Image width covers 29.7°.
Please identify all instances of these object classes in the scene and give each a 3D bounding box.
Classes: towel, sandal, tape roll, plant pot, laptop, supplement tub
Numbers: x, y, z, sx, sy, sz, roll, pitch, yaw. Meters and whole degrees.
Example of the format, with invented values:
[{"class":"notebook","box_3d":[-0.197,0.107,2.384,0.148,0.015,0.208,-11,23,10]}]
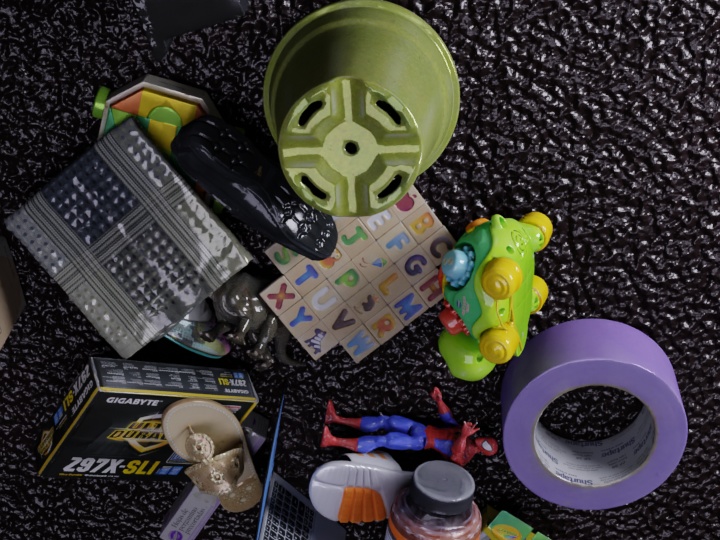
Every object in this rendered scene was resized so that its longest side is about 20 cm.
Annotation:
[{"class":"towel","box_3d":[-0.238,-0.030,1.405,0.192,0.035,0.200,-36,99,18]},{"class":"sandal","box_3d":[-0.149,0.222,1.497,0.077,0.070,0.212,-27,139,-3]},{"class":"tape roll","box_3d":[0.255,0.160,1.499,0.199,0.085,0.201,2,119,3]},{"class":"plant pot","box_3d":[-0.005,-0.141,1.286,0.199,0.184,0.201,1,112,4]},{"class":"laptop","box_3d":[-0.059,0.267,1.519,0.200,0.188,0.116,41,114,-17]},{"class":"supplement tub","box_3d":[0.078,0.315,1.538,0.106,0.107,0.201,9,119,-1]},{"class":"sandal","box_3d":[0.024,0.248,1.575,0.206,0.059,0.079,11,115,-30]}]

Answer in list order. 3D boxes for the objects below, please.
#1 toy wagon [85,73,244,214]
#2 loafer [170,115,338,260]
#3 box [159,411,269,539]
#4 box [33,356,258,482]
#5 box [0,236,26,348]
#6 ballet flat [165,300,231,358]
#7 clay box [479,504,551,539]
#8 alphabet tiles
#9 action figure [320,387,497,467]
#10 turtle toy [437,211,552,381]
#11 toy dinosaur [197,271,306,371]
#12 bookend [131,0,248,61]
[{"class":"toy wagon","box_3d":[-0.212,-0.102,1.415,0.154,0.040,0.201,16,118,-4]},{"class":"loafer","box_3d":[-0.106,-0.080,1.374,0.200,0.068,0.070,40,148,-22]},{"class":"box","box_3d":[-0.173,0.246,1.599,0.039,0.042,0.200,29,117,-12]},{"class":"box","box_3d":[-0.237,0.168,1.495,0.199,0.049,0.160,9,135,-38]},{"class":"box","box_3d":[-0.424,0.050,1.420,0.077,0.200,0.095,-7,119,8]},{"class":"ballet flat","box_3d":[-0.222,0.026,1.473,0.199,0.069,0.071,27,110,-6]},{"class":"clay box","box_3d":[0.155,0.369,1.639,0.115,0.048,0.200,33,115,-11]},{"class":"alphabet tiles","box_3d":[0.000,0.000,1.442,0.200,0.006,0.167,-37,110,3]},{"class":"action figure","box_3d":[0.061,0.169,1.525,0.199,0.065,0.099,10,132,-2]},{"class":"turtle toy","box_3d":[0.131,0.030,1.418,0.101,0.146,0.201,12,121,20]},{"class":"toy dinosaur","box_3d":[-0.112,0.044,1.461,0.200,0.103,0.077,32,156,-30]},{"class":"bookend","box_3d":[-0.130,-0.327,1.259,0.199,0.092,0.199,-15,118,10]}]
